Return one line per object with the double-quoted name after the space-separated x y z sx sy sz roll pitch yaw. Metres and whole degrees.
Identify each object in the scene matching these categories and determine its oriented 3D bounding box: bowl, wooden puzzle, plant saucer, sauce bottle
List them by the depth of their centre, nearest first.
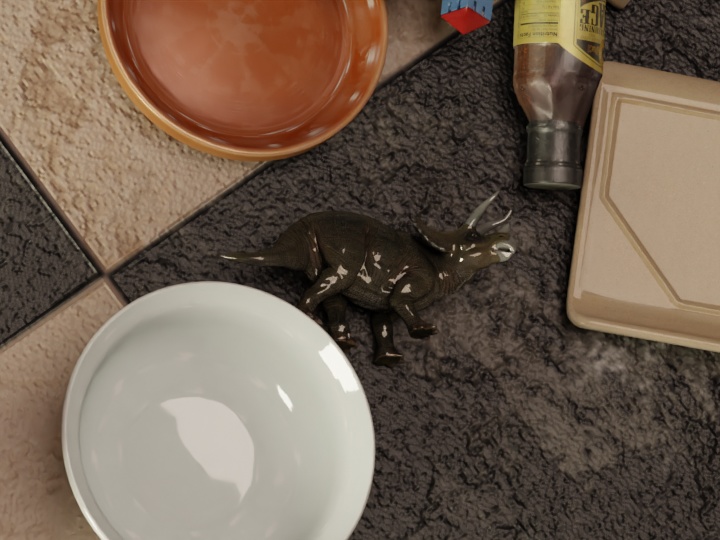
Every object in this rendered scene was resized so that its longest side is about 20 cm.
-0.099 0.114 1.677 0.201 0.090 0.201 6 73 -18 "bowl"
-0.080 -0.168 1.797 0.200 0.032 0.200 5 72 -17 "plant saucer"
0.137 -0.156 1.843 0.066 0.066 0.200 3 88 -19 "sauce bottle"
0.241 -0.038 1.857 0.185 0.037 0.200 10 72 -7 "wooden puzzle"

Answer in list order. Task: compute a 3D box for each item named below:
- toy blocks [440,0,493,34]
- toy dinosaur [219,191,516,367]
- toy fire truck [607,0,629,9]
0.028 -0.244 1.805 0.200 0.100 0.137 29 60 -40 "toy blocks"
0.000 0.000 1.765 0.200 0.077 0.102 7 61 -12 "toy dinosaur"
0.193 -0.309 1.897 0.176 0.129 0.200 24 58 -11 "toy fire truck"
